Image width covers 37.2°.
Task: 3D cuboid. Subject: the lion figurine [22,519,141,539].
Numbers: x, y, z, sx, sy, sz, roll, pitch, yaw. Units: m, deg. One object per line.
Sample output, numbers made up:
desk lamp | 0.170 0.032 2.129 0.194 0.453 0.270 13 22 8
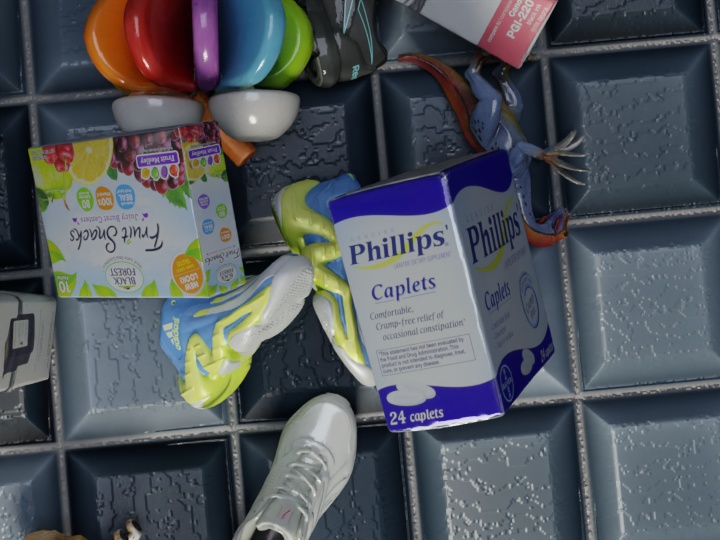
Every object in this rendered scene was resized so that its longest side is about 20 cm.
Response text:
lion figurine | -0.227 0.307 0.983 0.122 0.072 0.200 -40 93 6

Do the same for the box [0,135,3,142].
box | -0.461 -0.116 0.974 0.200 0.107 0.149 30 88 1

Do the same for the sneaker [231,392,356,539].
sneaker | -0.058 0.208 0.972 0.078 0.099 0.201 24 88 0

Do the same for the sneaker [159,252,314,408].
sneaker | -0.126 0.034 0.959 0.105 0.076 0.200 48 122 14

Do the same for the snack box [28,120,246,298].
snack box | -0.199 -0.049 0.937 0.199 0.053 0.143 -1 104 38

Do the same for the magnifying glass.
magnifying glass | -0.176 -0.180 1.023 0.080 0.022 0.200 -43 90 -2

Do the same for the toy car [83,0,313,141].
toy car | -0.143 -0.205 0.938 0.199 0.150 0.176 -2 87 2

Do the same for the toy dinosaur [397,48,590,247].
toy dinosaur | 0.141 -0.115 1.017 0.199 0.105 0.182 6 99 33

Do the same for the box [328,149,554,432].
box | 0.077 0.010 0.918 0.105 0.184 0.201 -13 97 25

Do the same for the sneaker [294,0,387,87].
sneaker | -0.030 -0.275 1.012 0.079 0.075 0.201 -14 95 -15

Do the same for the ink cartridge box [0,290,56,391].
ink cartridge box | -0.363 0.055 0.923 0.144 0.200 0.085 5 88 0

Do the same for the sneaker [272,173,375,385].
sneaker | 0.000 0.000 0.985 0.105 0.076 0.201 -25 88 -2

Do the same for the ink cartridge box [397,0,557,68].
ink cartridge box | 0.092 -0.295 0.968 0.199 0.085 0.146 28 49 1
